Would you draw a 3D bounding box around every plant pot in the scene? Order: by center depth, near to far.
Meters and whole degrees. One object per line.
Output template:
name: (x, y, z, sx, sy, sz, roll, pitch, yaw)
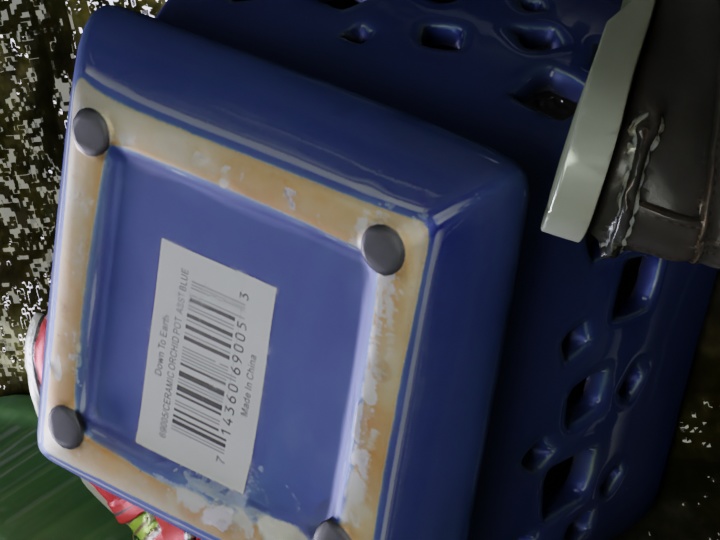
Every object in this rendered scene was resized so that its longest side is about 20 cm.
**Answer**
plant pot: (0.000, 0.000, 0.863, 0.199, 0.180, 0.201, 23, 119, 26)

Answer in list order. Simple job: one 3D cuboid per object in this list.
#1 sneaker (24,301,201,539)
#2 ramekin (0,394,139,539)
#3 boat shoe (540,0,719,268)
sneaker: (-0.061, 0.092, 0.986, 0.201, 0.077, 0.085, 59, 169, -13)
ramekin: (-0.155, 0.164, 1.083, 0.199, 0.098, 0.201, 13, 114, 31)
boat shoe: (0.108, -0.073, 0.765, 0.060, 0.202, 0.072, 19, 136, 5)
